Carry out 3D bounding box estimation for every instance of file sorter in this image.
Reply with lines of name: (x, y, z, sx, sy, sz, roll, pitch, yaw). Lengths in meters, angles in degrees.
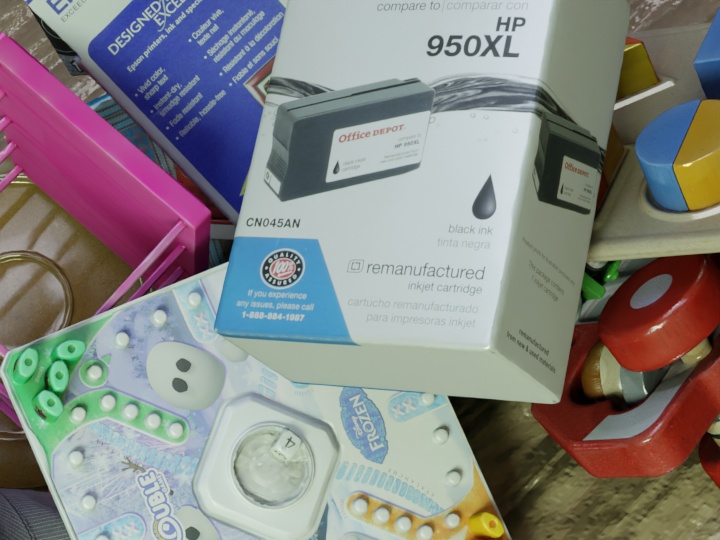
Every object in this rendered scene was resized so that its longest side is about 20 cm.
file sorter: (-0.171, -0.006, 1.235, 0.139, 0.200, 0.125, 41, 77, 6)

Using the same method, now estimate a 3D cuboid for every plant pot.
plant pot: (-0.195, 0.023, 1.351, 0.200, 0.027, 0.201, 0, 74, 2)

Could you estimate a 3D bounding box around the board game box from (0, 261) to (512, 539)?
board game box: (-0.042, 0.094, 1.126, 0.200, 0.200, 0.026, -23, -5, -20)

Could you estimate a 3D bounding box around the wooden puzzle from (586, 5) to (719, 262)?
wooden puzzle: (0.142, -0.075, 1.144, 0.200, 0.046, 0.185, 0, 40, 29)

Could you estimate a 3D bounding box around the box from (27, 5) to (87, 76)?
box: (-0.091, -0.201, 1.376, 0.200, 0.115, 0.132, -2, 47, 29)

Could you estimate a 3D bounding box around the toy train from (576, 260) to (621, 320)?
toy train: (0.075, 0.010, 1.220, 0.056, 0.042, 0.200, -57, 13, -13)

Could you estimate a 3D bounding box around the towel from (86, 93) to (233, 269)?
towel: (-0.085, -0.052, 1.390, 0.200, 0.147, 0.022, -22, -3, 6)

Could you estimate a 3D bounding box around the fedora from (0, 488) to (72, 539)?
fedora: (-0.163, 0.168, 1.169, 0.090, 0.200, 0.177, -12, 69, -30)

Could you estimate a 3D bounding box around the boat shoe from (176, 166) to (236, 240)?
boat shoe: (-0.009, -0.048, 1.339, 0.200, 0.063, 0.071, 2, 5, 11)

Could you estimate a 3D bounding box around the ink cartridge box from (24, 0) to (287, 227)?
ink cartridge box: (-0.049, -0.146, 1.251, 0.198, 0.200, 0.047, -45, 27, -4)

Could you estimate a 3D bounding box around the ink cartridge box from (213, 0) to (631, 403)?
ink cartridge box: (0.030, -0.049, 1.085, 0.144, 0.084, 0.200, 2, 71, 29)

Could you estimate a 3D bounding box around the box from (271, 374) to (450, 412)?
box: (0.000, 0.000, 1.219, 0.075, 0.100, 0.200, 167, 114, -65)

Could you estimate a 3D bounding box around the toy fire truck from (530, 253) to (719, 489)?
toy fire truck: (0.163, 0.028, 1.187, 0.200, 0.112, 0.168, -51, 21, -26)

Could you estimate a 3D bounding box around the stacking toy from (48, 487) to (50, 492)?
stacking toy: (-0.088, 0.066, 1.266, 0.085, 0.085, 0.200, 18, 49, 41)
